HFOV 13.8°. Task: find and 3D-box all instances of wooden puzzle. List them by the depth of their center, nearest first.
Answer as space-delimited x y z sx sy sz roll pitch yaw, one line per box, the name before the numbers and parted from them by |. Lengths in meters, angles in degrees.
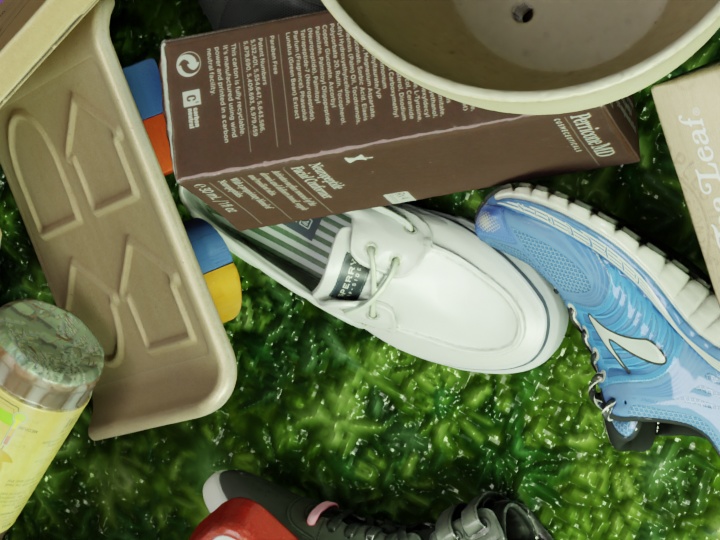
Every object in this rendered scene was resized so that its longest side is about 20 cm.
wooden puzzle | -0.116 -0.024 1.454 0.185 0.046 0.201 -17 90 65

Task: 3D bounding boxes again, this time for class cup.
cup | 0.077 -0.146 1.225 0.199 0.143 0.201 -2 76 9

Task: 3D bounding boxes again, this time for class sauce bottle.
sauce bottle | -0.196 0.105 1.489 0.065 0.065 0.200 39 119 13

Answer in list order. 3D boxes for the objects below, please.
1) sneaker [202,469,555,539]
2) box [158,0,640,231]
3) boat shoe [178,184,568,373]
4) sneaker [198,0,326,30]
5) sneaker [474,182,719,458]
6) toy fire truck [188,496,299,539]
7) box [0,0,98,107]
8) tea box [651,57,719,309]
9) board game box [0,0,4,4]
sneaker | 0.023 0.132 1.450 0.200 0.071 0.099 35 110 10
box | 0.020 -0.076 1.354 0.199 0.100 0.075 -11 75 13
boat shoe | 0.000 0.000 1.430 0.199 0.067 0.074 23 110 19
sneaker | 0.004 -0.154 1.401 0.199 0.074 0.085 -11 102 36
sneaker | 0.123 0.033 1.355 0.200 0.078 0.089 39 99 25
toy fire truck | -0.033 0.215 1.422 0.200 0.112 0.168 43 130 -6
box | -0.156 -0.121 1.422 0.021 0.164 0.200 40 112 -13
tea box | 0.236 -0.013 1.242 0.133 0.197 0.201 -16 94 28
board game box | -0.224 -0.210 1.506 0.199 0.039 0.159 23 110 20
